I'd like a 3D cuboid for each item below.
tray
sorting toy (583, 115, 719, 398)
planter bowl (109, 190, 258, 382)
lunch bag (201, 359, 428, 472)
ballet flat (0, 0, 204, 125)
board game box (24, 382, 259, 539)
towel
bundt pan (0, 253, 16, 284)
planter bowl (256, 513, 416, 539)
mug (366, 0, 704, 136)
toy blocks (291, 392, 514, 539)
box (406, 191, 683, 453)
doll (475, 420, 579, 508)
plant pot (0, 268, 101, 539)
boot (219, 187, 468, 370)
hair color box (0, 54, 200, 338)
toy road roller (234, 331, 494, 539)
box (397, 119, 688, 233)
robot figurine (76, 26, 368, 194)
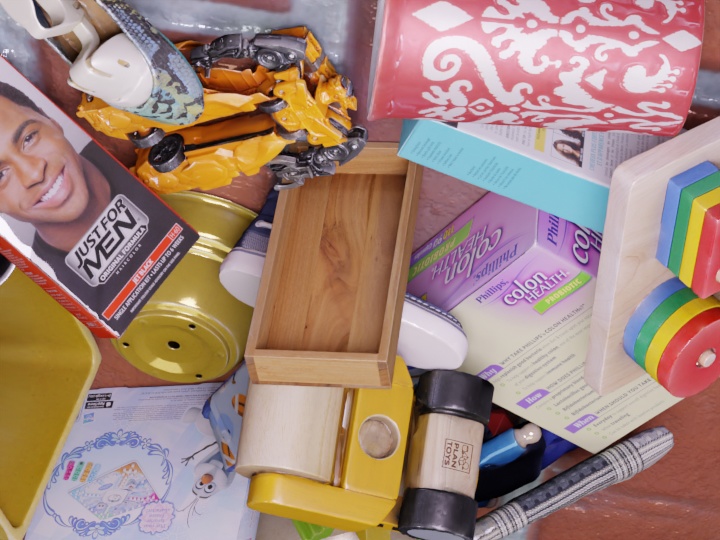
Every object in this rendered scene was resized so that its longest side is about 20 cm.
[{"bbox_3d":[-0.015,-0.007,1.353,0.098,0.201,0.037,1,140,10],"label":"tray"},{"bbox_3d":[0.257,-0.011,1.283,0.199,0.070,0.200,-25,140,-25],"label":"sorting toy"},{"bbox_3d":[-0.143,0.031,1.524,0.199,0.084,0.201,6,142,5],"label":"planter bowl"},{"bbox_3d":[-0.028,0.092,1.547,0.160,0.076,0.200,-11,160,-40],"label":"lunch bag"},{"bbox_3d":[-0.189,-0.158,1.263,0.200,0.074,0.074,44,133,-11],"label":"ballet flat"},{"bbox_3d":[-0.182,0.192,1.639,0.199,0.200,0.043,-4,140,17],"label":"board game box"},{"bbox_3d":[0.154,0.191,1.567,0.192,0.035,0.200,-27,173,-10],"label":"towel"},{"bbox_3d":[-0.352,-0.037,1.417,0.201,0.203,0.076,19,177,-12],"label":"bundt pan"},{"bbox_3d":[-0.020,0.266,1.751,0.199,0.135,0.201,6,141,5],"label":"planter bowl"},{"bbox_3d":[0.111,-0.162,1.194,0.199,0.134,0.178,7,144,-2],"label":"mug"},{"bbox_3d":[0.048,0.148,1.582,0.199,0.100,0.137,-10,146,-33],"label":"toy blocks"},{"bbox_3d":[0.159,0.028,1.444,0.199,0.097,0.176,27,139,-22],"label":"box"},{"bbox_3d":[0.124,0.153,1.552,0.199,0.049,0.137,-21,156,-31],"label":"doll"},{"bbox_3d":[-0.361,0.081,1.559,0.199,0.195,0.196,4,143,22],"label":"plant pot"},{"bbox_3d":[0.000,0.000,1.406,0.199,0.091,0.073,21,152,17],"label":"boot"},{"bbox_3d":[-0.225,-0.052,1.378,0.200,0.102,0.061,42,165,-15],"label":"hair color box"},{"bbox_3d":[-0.006,0.134,1.402,0.199,0.124,0.146,16,162,-20],"label":"toy road roller"},{"bbox_3d":[0.128,-0.088,1.317,0.199,0.083,0.049,20,141,-12],"label":"box"},{"bbox_3d":[-0.093,-0.115,1.350,0.199,0.058,0.145,-11,138,26],"label":"robot figurine"}]
